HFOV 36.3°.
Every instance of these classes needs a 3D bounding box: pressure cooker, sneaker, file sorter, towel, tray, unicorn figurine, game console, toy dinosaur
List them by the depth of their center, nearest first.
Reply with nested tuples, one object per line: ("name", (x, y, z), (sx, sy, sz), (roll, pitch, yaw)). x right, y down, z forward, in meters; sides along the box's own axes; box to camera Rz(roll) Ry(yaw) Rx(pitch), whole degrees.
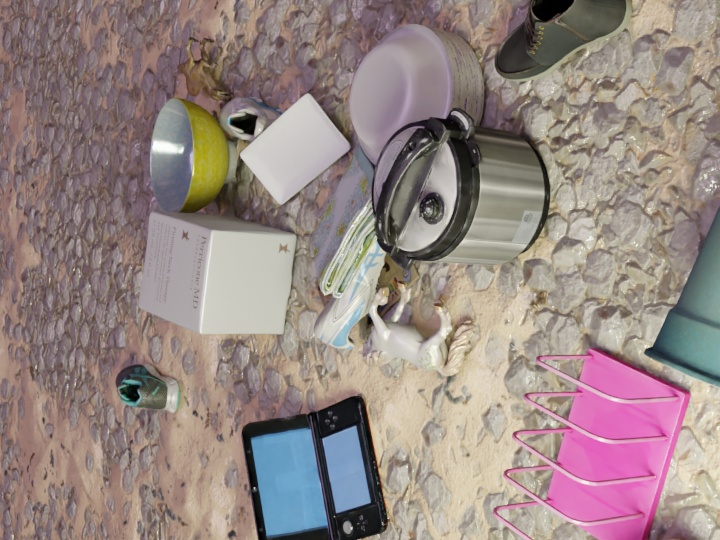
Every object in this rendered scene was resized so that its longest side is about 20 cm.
("file sorter", (0.246, 0.204, 1.214), (0.139, 0.125, 0.201), (27, 109, 48))
("sneaker", (0.210, -0.288, 1.300), (0.200, 0.106, 0.075), (-24, 70, 47))
("pressure cooker", (0.110, -0.097, 1.339), (0.178, 0.199, 0.177), (-16, 77, 50))
("unicorn figurine", (0.058, 0.087, 1.487), (0.200, 0.074, 0.138), (29, 121, 42))
("towel", (-0.015, -0.073, 1.546), (0.172, 0.048, 0.200), (-58, 19, 20))
("sneaker", (0.002, 0.019, 1.573), (0.201, 0.072, 0.072), (-64, 16, 10))
("game console", (-0.068, 0.299, 1.599), (0.172, 0.118, 0.201), (-29, 66, 46))
("tray", (-0.100, -0.189, 1.713), (0.108, 0.022, 0.200), (52, 135, -5))
("sneaker", (-0.191, -0.249, 1.807), (0.200, 0.086, 0.075), (18, 104, 51))
("toy dinosaur", (-0.295, -0.364, 1.963), (0.200, 0.058, 0.102), (36, 117, 46))
("sneaker", (-0.419, 0.217, 2.055), (0.200, 0.091, 0.078), (6, 92, 51))

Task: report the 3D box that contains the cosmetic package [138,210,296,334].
("cosmetic package", (-0.233, 0.002, 1.781), (0.200, 0.166, 0.168), (16, 100, 49))

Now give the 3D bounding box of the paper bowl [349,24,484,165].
("paper bowl", (0.063, -0.231, 1.482), (0.200, 0.104, 0.202), (-7, 82, 51))

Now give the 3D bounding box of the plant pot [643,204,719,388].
("plant pot", (0.388, 0.018, 1.012), (0.200, 0.200, 0.197), (23, 98, 49))

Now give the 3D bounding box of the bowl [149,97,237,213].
("bowl", (-0.275, -0.191, 1.882), (0.200, 0.107, 0.201), (0, 90, 59))

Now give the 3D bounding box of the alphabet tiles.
("alphabet tiles", (0.000, 0.000, 1.620), (0.200, 0.008, 0.168), (-48, 53, 38))
